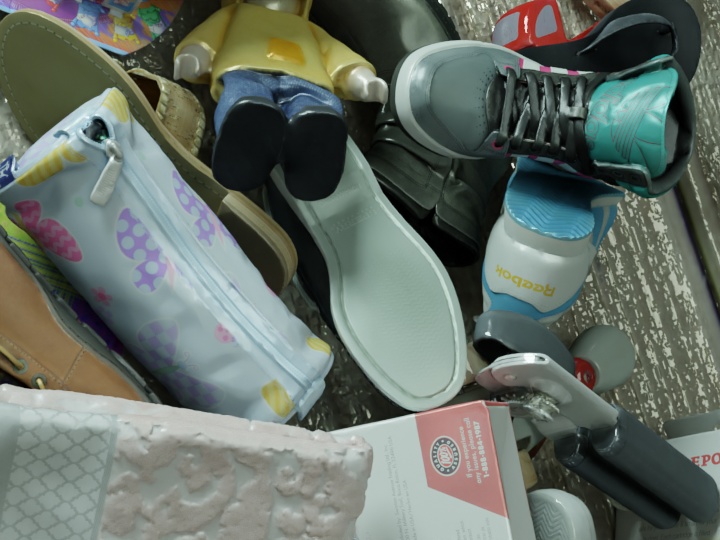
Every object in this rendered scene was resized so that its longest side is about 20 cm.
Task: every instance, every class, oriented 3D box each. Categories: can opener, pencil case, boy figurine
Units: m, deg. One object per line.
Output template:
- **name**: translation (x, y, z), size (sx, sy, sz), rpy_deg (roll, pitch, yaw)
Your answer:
- **can opener**: translation (0.142, 0.090, 0.789), size (0.200, 0.052, 0.067), rpy_deg (39, 50, -31)
- **pencil case**: translation (-0.100, 0.001, 0.712), size (0.201, 0.090, 0.083), rpy_deg (52, 45, -16)
- **boy figurine**: translation (-0.044, -0.119, 0.768), size (0.123, 0.065, 0.201), rpy_deg (8, 38, -11)

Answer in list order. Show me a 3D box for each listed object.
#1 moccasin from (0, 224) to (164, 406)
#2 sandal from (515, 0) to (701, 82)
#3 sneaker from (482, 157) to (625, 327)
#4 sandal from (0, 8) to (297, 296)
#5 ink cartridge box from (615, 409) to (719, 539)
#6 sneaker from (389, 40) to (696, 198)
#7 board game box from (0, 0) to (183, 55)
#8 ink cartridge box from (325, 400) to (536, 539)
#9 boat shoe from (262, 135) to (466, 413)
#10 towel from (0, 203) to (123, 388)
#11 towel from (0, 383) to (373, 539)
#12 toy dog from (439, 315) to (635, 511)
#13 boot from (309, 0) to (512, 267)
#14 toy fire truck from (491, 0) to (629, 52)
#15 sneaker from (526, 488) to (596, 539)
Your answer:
- **moccasin**: translation (-0.155, 0.063, 0.673), size (0.078, 0.074, 0.202), rpy_deg (-45, 105, -18)
- **sandal**: translation (0.172, -0.136, 0.906), size (0.199, 0.043, 0.077), rpy_deg (-28, 94, -35)
- **sneaker**: translation (0.118, -0.021, 0.865), size (0.076, 0.082, 0.200), rpy_deg (22, 22, 13)
- **sandal**: translation (-0.114, -0.072, 0.770), size (0.212, 0.078, 0.070), rpy_deg (44, 34, -8)
- **ink cartridge box**: translation (0.252, 0.193, 0.876), size (0.124, 0.128, 0.202), rpy_deg (16, 69, -27)
- **sneaker**: translation (0.124, -0.089, 0.785), size (0.198, 0.120, 0.085), rpy_deg (6, 91, -36)
- **board game box**: translation (-0.179, -0.215, 0.755), size (0.198, 0.039, 0.160), rpy_deg (19, 55, -27)
- **ink cartridge box**: translation (-0.009, 0.147, 0.730), size (0.067, 0.198, 0.118), rpy_deg (19, 59, -71)
- **boat shoe**: translation (0.000, 0.000, 0.779), size (0.075, 0.061, 0.201), rpy_deg (-15, 64, -17)
- **towel**: translation (-0.198, 0.054, 0.704), size (0.142, 0.023, 0.202), rpy_deg (21, 66, -25)
- **towel**: translation (-0.104, 0.162, 0.652), size (0.189, 0.032, 0.202), rpy_deg (11, 105, -18)
- **toy dog**: translation (0.090, 0.087, 0.846), size (0.199, 0.096, 0.133), rpy_deg (12, 67, -44)
- **boot**: translation (0.022, -0.103, 0.846), size (0.200, 0.067, 0.131), rpy_deg (40, 54, -19)
- **toy fire truck**: translation (0.174, -0.196, 0.982), size (0.198, 0.049, 0.143), rpy_deg (-7, 80, -32)
- **sneaker**: translation (0.132, 0.212, 0.807), size (0.115, 0.073, 0.202), rpy_deg (-10, 115, -36)
